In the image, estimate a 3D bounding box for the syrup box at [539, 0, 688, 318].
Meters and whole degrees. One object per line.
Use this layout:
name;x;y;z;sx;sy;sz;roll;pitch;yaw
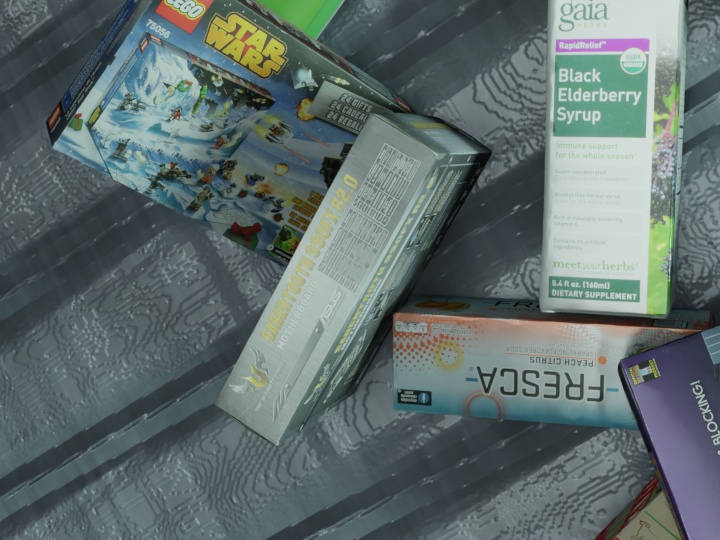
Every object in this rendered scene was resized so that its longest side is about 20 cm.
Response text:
syrup box;0.156;-0.077;0.764;0.078;0.081;0.202;3;98;17

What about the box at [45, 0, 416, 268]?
box;-0.077;-0.095;0.792;0.137;0.199;0.040;-51;35;15

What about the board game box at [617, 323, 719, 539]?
board game box;0.253;0.116;0.680;0.164;0.057;0.201;-21;77;5

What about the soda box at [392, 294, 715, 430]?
soda box;0.123;0.058;0.796;0.199;0.064;0.069;3;101;18

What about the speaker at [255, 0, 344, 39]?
speaker;-0.074;-0.164;0.826;0.088;0.088;0.200;41;105;10

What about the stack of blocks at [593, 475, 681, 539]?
stack of blocks;0.241;0.215;0.760;0.200;0.059;0.115;41;125;9

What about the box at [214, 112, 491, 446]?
box;0.000;0.000;0.781;0.048;0.158;0.201;32;104;12
